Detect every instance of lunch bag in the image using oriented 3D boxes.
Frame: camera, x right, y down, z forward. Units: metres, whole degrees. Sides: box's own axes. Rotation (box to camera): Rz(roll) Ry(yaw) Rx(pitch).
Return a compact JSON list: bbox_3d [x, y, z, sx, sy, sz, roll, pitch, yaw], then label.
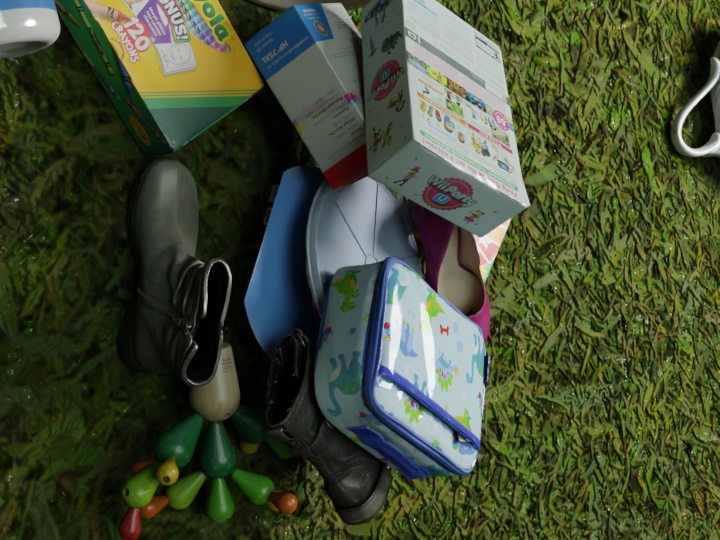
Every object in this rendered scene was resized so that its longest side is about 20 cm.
[{"bbox_3d":[0.043,0.097,1.020,0.200,0.082,0.162,43,48,-43],"label":"lunch bag"}]

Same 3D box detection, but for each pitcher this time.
[{"bbox_3d":[0.505,-0.238,1.490,0.170,0.121,0.202,10,93,-21],"label":"pitcher"}]

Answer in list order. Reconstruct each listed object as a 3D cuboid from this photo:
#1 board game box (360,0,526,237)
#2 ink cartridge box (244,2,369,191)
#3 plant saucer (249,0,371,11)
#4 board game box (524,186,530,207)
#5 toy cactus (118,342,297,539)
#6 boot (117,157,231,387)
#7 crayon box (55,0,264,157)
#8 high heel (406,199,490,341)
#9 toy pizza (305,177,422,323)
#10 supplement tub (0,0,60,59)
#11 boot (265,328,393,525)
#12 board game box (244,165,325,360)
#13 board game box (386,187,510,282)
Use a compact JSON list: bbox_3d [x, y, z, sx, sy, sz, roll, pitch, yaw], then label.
[{"bbox_3d":[0.073,-0.151,1.024,0.147,0.064,0.201,26,46,-35],"label":"board game box"},{"bbox_3d":[-0.011,-0.149,1.049,0.201,0.067,0.116,59,25,0],"label":"ink cartridge box"},{"bbox_3d":[-0.042,-0.301,1.016,0.199,0.200,0.030,13,65,-36],"label":"plant saucer"},{"bbox_3d":[0.123,-0.155,1.222,0.103,0.019,0.201,-19,93,-45],"label":"board game box"},{"bbox_3d":[-0.127,0.150,0.985,0.199,0.102,0.166,-8,103,-35],"label":"toy cactus"},{"bbox_3d":[-0.148,-0.002,0.959,0.067,0.130,0.202,9,83,-37],"label":"boot"},{"bbox_3d":[-0.186,-0.217,0.984,0.119,0.058,0.201,-41,112,-31],"label":"crayon box"},{"bbox_3d":[0.109,0.010,1.161,0.067,0.096,0.201,-25,117,-13],"label":"high heel"},{"bbox_3d":[0.000,0.000,1.090,0.200,0.032,0.202,25,59,-52],"label":"toy pizza"},{"bbox_3d":[-0.314,-0.261,0.842,0.131,0.132,0.202,-17,99,-36],"label":"supplement tub"},{"bbox_3d":[-0.023,0.118,1.031,0.175,0.069,0.201,58,25,-34],"label":"boot"},{"bbox_3d":[-0.061,0.001,1.080,0.158,0.039,0.201,39,60,-48],"label":"board game box"},{"bbox_3d":[0.082,-0.077,1.206,0.200,0.030,0.096,36,68,-28],"label":"board game box"}]
